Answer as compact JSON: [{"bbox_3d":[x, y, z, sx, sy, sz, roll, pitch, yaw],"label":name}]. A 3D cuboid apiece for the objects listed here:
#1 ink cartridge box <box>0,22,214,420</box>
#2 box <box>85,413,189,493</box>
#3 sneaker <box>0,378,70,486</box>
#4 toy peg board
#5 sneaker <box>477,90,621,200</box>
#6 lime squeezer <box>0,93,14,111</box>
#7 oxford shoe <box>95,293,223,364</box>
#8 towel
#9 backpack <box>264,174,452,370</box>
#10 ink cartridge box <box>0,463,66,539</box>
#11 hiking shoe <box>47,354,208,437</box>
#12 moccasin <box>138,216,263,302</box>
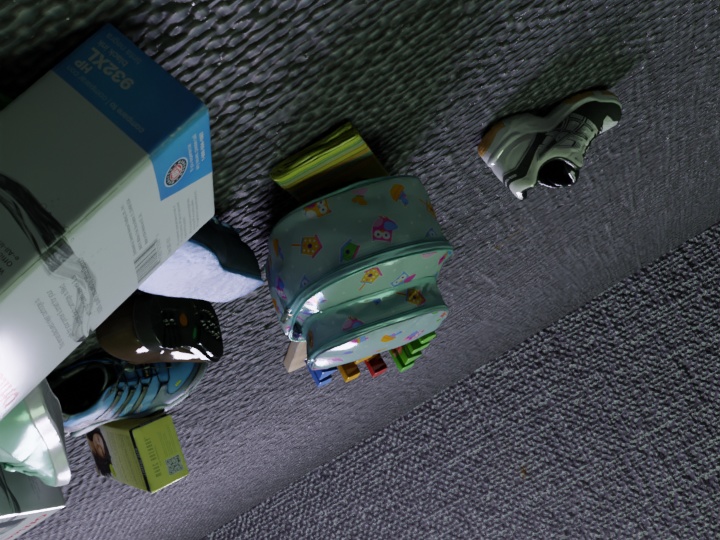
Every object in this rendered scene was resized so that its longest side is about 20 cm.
[{"bbox_3d":[-0.183,-0.021,0.550,0.200,0.084,0.145,-47,172,-21],"label":"ink cartridge box"},{"bbox_3d":[-0.266,0.204,1.090,0.050,0.076,0.199,-20,-175,-33],"label":"box"},{"bbox_3d":[-0.337,0.156,0.871,0.117,0.074,0.201,-13,150,-14],"label":"sneaker"},{"bbox_3d":[0.007,0.105,1.359,0.197,0.099,0.200,-24,163,-20],"label":"toy peg board"},{"bbox_3d":[0.221,-0.133,1.033,0.198,0.088,0.076,-23,162,-27],"label":"sneaker"},{"bbox_3d":[-0.222,-0.089,0.434,0.038,0.070,0.200,-56,-172,15],"label":"lime squeezer"},{"bbox_3d":[-0.198,0.060,0.942,0.083,0.074,0.200,-16,165,13],"label":"oxford shoe"},{"bbox_3d":[-0.019,-0.085,0.890,0.085,0.018,0.200,-26,166,7],"label":"towel"},{"bbox_3d":[0.000,0.000,0.893,0.174,0.155,0.201,-16,158,-11],"label":"backpack"},{"bbox_3d":[-0.412,0.238,0.921,0.145,0.085,0.200,-33,166,12],"label":"ink cartridge box"},{"bbox_3d":[-0.250,0.121,0.996,0.198,0.075,0.087,-24,164,-19],"label":"hiking shoe"},{"bbox_3d":[-0.147,-0.020,0.769,0.080,0.069,0.200,-24,164,8],"label":"moccasin"}]
